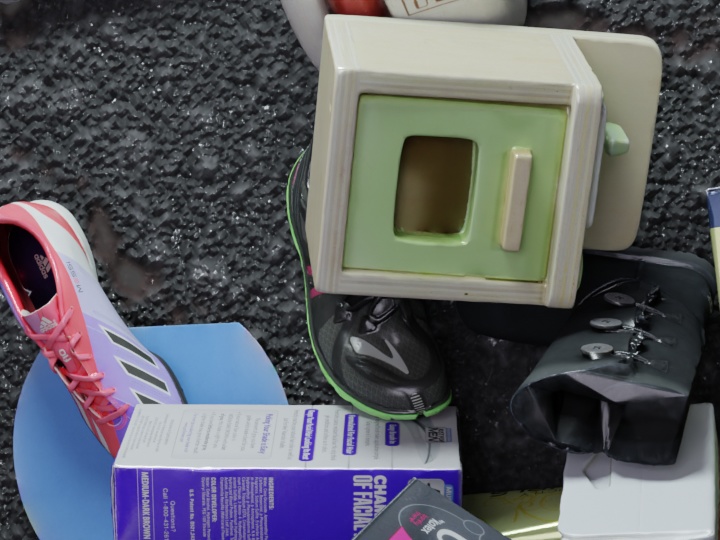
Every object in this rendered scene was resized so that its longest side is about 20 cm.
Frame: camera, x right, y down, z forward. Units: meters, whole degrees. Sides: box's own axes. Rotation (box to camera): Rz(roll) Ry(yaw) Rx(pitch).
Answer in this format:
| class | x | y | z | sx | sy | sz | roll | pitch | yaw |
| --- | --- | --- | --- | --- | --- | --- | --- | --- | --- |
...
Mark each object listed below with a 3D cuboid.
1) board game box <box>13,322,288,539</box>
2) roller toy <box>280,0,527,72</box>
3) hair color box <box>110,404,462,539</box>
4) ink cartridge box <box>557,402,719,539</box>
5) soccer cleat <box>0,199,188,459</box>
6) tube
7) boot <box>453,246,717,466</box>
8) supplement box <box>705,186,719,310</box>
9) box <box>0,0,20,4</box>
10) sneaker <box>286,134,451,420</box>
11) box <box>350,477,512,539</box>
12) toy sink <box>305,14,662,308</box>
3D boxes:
| class | x | y | z | sx | sy | sz | roll | pitch | yaw |
| --- | --- | --- | --- | --- | --- | --- | --- | --- | --- |
| board game box | -0.125 | 0.115 | 1.390 | 0.198 | 0.039 | 0.160 | -3 | 89 | 22 |
| roller toy | 0.024 | -0.209 | 1.296 | 0.138 | 0.182 | 0.202 | -15 | 81 | 14 |
| hair color box | -0.040 | 0.123 | 1.274 | 0.198 | 0.109 | 0.065 | -1 | 105 | 2 |
| ink cartridge box | 0.164 | 0.194 | 1.193 | 0.082 | 0.146 | 0.202 | -5 | 114 | 11 |
| soccer cleat | -0.172 | 0.047 | 1.345 | 0.068 | 0.073 | 0.201 | -33 | 81 | 18 |
| tube | 0.123 | 0.152 | 1.296 | 0.198 | 0.058 | 0.052 | -3 | 70 | 15 |
| boot | 0.114 | 0.046 | 1.233 | 0.163 | 0.200 | 0.066 | -4 | 113 | 17 |
| supplement box | 0.306 | 0.047 | 1.212 | 0.198 | 0.134 | 0.202 | -7 | 83 | 15 |
| box | -0.162 | -0.268 | 1.436 | 0.198 | 0.036 | 0.146 | -11 | 82 | 14 |
| sneaker | 0.000 | 0.000 | 1.311 | 0.076 | 0.084 | 0.201 | -16 | 63 | -14 |
| box | 0.009 | 0.231 | 1.151 | 0.106 | 0.122 | 0.201 | 31 | 112 | 11 |
| toy sink | 0.074 | -0.059 | 1.214 | 0.198 | 0.112 | 0.132 | 4 | 112 | -7 |
